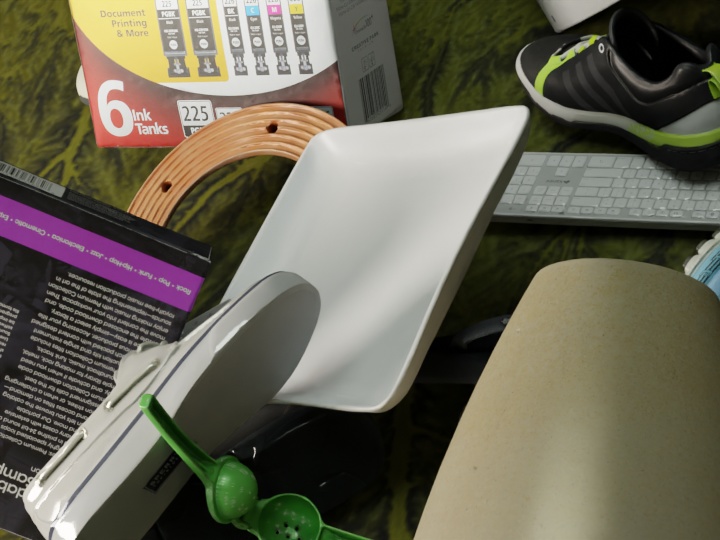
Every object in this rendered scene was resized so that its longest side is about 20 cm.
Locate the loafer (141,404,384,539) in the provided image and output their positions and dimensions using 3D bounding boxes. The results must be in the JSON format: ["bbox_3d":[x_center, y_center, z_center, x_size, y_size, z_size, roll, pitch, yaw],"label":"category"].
[{"bbox_3d":[-0.082,0.126,1.272,0.199,0.073,0.072,-22,21,-1],"label":"loafer"}]

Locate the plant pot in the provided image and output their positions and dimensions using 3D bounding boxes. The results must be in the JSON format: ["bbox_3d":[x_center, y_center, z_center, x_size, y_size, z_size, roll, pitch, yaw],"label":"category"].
[{"bbox_3d":[0.114,0.104,1.058,0.186,0.187,0.201,0,68,26],"label":"plant pot"}]

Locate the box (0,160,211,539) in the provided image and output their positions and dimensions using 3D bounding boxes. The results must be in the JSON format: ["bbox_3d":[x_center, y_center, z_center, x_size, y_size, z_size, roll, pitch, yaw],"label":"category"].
[{"bbox_3d":[-0.186,0.052,1.270,0.036,0.142,0.201,-94,27,-75],"label":"box"}]

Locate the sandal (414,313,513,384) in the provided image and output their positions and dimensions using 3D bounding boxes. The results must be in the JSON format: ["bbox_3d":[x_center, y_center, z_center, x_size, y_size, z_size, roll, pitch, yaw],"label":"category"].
[{"bbox_3d":[0.083,0.037,1.219,0.076,0.043,0.199,-11,4,-40],"label":"sandal"}]

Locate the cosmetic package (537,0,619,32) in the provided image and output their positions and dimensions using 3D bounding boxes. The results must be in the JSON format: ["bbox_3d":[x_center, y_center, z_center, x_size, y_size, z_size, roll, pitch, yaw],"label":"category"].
[{"bbox_3d":[0.193,-0.262,1.384,0.199,0.123,0.199,-32,3,-7],"label":"cosmetic package"}]

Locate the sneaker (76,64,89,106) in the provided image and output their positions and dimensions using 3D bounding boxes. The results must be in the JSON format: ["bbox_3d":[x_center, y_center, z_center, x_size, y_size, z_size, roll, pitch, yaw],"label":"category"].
[{"bbox_3d":[-0.151,-0.207,1.592,0.070,0.094,0.200,15,57,36],"label":"sneaker"}]

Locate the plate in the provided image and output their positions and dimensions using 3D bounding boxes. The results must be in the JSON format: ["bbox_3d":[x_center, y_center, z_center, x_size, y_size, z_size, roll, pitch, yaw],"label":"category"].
[{"bbox_3d":[0.000,0.000,1.269,0.199,0.032,0.201,-3,53,51],"label":"plate"}]

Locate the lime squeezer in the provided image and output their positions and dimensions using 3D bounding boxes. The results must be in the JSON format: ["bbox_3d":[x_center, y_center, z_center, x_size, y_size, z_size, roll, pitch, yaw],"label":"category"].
[{"bbox_3d":[-0.050,0.127,1.195,0.038,0.199,0.071,-62,21,-13],"label":"lime squeezer"}]

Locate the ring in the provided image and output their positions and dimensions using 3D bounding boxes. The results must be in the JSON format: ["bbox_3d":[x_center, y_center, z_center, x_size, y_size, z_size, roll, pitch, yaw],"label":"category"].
[{"bbox_3d":[-0.072,-0.012,1.389,0.199,0.019,0.202,-14,59,24],"label":"ring"}]

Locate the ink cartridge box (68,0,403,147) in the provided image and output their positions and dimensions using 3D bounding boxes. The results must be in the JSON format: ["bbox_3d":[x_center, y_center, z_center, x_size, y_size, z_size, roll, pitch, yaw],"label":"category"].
[{"bbox_3d":[-0.088,-0.176,1.460,0.199,0.177,0.084,1,22,28],"label":"ink cartridge box"}]

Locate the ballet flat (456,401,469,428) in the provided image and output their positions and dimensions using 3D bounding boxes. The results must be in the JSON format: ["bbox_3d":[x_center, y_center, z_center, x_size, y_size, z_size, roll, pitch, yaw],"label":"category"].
[{"bbox_3d":[0.135,0.093,1.175,0.199,0.072,0.072,8,54,34],"label":"ballet flat"}]

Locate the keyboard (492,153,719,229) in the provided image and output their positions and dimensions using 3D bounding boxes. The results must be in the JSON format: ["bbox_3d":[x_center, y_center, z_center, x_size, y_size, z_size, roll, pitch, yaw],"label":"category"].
[{"bbox_3d":[0.163,-0.049,1.336,0.199,0.011,0.057,3,51,28],"label":"keyboard"}]

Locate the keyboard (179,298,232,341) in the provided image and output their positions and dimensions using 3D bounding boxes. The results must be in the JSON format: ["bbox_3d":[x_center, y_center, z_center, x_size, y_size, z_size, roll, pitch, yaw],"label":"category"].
[{"bbox_3d":[-0.149,0.080,1.331,0.199,0.011,0.057,-29,36,31],"label":"keyboard"}]

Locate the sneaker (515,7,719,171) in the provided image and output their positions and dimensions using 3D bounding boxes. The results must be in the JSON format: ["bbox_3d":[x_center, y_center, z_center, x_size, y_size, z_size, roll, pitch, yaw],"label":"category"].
[{"bbox_3d":[0.165,-0.128,1.351,0.071,0.083,0.200,-32,34,-23],"label":"sneaker"}]

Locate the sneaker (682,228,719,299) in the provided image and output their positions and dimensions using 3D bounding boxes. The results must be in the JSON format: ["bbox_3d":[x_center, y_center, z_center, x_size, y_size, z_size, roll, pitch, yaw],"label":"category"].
[{"bbox_3d":[0.243,0.009,1.206,0.200,0.079,0.090,-41,48,-13],"label":"sneaker"}]

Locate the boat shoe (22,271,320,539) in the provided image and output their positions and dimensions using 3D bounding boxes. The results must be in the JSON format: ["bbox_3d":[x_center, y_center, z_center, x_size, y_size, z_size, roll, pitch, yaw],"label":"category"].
[{"bbox_3d":[-0.105,0.071,1.210,0.066,0.072,0.200,41,94,32],"label":"boat shoe"}]
